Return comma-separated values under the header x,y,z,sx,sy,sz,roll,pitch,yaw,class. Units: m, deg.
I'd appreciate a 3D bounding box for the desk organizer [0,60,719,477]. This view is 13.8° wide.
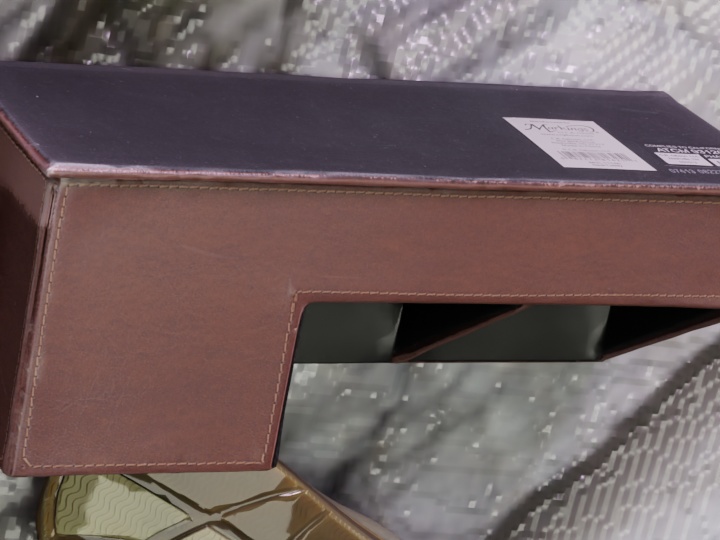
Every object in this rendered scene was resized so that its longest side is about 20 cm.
x,y,z,sx,sy,sz,roll,pitch,yaw,class
0.000,0.000,0.724,0.199,0.072,0.077,1,112,-27,desk organizer

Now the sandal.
x,y,z,sx,sy,sz,roll,pitch,yaw,class
-0.008,0.105,0.779,0.200,0.054,0.080,44,82,-18,sandal
